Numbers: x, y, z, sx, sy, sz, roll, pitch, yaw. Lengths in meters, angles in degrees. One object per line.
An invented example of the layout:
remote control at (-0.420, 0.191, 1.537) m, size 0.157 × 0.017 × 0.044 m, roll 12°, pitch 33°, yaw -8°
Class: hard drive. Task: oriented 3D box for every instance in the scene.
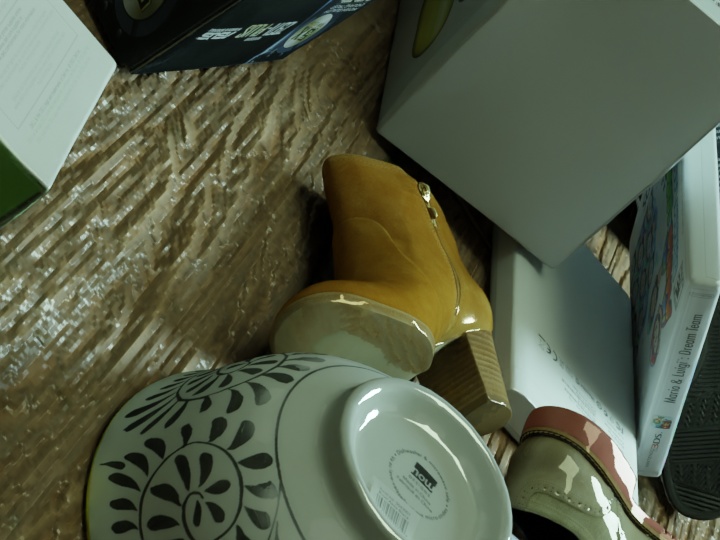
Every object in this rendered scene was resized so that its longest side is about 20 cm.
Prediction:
hard drive at (0.124, 0.048, 1.180) m, size 0.132 × 0.027 × 0.201 m, roll 47°, pitch 30°, yaw -28°

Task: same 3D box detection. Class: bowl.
bowl at (-0.002, 0.103, 0.776) m, size 0.200 × 0.094 × 0.202 m, roll 29°, pitch 38°, yaw -26°

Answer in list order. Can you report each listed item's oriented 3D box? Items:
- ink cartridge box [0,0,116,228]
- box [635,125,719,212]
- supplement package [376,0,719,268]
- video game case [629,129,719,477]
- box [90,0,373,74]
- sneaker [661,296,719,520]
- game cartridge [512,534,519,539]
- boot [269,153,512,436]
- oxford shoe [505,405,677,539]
ink cartridge box at (-0.188, -0.115, 0.740) m, size 0.200 × 0.059 × 0.104 m, roll 50°, pitch 28°, yaw -21°
box at (0.239, -0.136, 1.398) m, size 0.197 × 0.123 × 0.201 m, roll 66°, pitch 15°, yaw -48°
supplement package at (0.129, -0.153, 1.173) m, size 0.147 × 0.191 × 0.201 m, roll 36°, pitch 32°, yaw -18°
video game case at (0.193, -0.005, 1.208) m, size 0.183 × 0.023 × 0.201 m, roll 97°, pitch 0°, yaw -48°
box at (-0.089, -0.210, 0.980) m, size 0.201 × 0.086 × 0.163 m, roll 63°, pitch 26°, yaw 3°
sneaker at (0.229, 0.069, 1.296) m, size 0.121 × 0.083 × 0.202 m, roll 91°, pitch 10°, yaw -80°
game cartridge at (0.048, 0.170, 0.914) m, size 0.200 × 0.041 × 0.134 m, roll 42°, pitch 36°, yaw -34°
boot at (0.001, 0.000, 0.973) m, size 0.201 × 0.070 × 0.145 m, roll 28°, pitch 35°, yaw -53°
oxford shoe at (0.134, 0.168, 1.061) m, size 0.200 × 0.070 × 0.075 m, roll 51°, pitch 54°, yaw -23°
